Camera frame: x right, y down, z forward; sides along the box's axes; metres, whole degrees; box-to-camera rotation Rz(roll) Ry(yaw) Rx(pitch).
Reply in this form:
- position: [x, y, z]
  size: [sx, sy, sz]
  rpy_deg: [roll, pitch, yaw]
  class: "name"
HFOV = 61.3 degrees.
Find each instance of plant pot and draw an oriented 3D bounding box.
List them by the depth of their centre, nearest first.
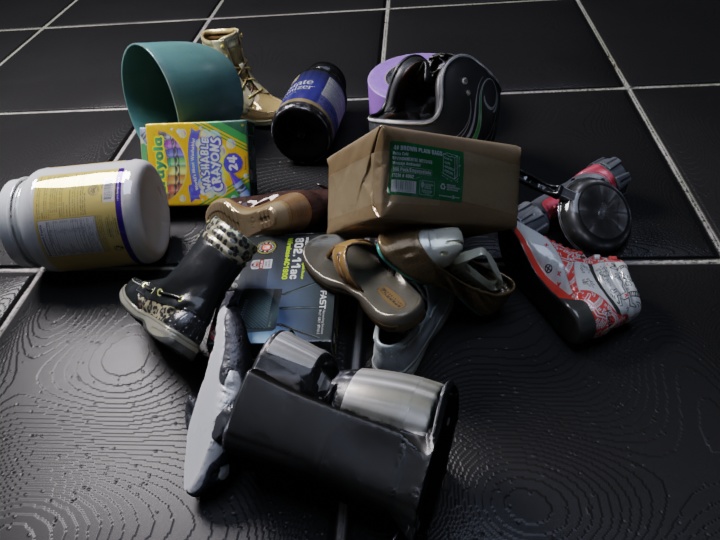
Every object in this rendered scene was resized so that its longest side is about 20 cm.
- position: [-0.306, -0.310, 1.087]
  size: [0.159, 0.205, 0.198]
  rpy_deg: [-27, 44, -37]
  class: "plant pot"

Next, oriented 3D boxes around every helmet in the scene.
- position: [0.112, -0.222, 0.934]
  size: [0.197, 0.199, 0.195]
  rpy_deg: [28, 93, 32]
  class: "helmet"

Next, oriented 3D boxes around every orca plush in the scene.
- position: [-0.134, 0.131, 0.644]
  size: [0.070, 0.104, 0.205]
  rpy_deg: [20, 55, -36]
  class: "orca plush"

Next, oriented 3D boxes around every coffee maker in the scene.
- position: [-0.024, 0.168, 0.563]
  size: [0.195, 0.137, 0.194]
  rpy_deg: [12, 45, 20]
  class: "coffee maker"

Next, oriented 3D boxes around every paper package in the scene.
- position: [0.073, -0.099, 0.764]
  size: [0.194, 0.107, 0.190]
  rpy_deg: [3, -4, -23]
  class: "paper package"

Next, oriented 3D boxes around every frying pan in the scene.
- position: [0.300, -0.104, 0.832]
  size: [0.114, 0.031, 0.191]
  rpy_deg: [-39, 87, -19]
  class: "frying pan"

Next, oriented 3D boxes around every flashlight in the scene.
- position: [0.298, -0.096, 0.872]
  size: [0.197, 0.068, 0.069]
  rpy_deg: [-29, 83, -21]
  class: "flashlight"

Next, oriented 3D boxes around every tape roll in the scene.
- position: [0.111, -0.319, 1.123]
  size: [0.193, 0.087, 0.203]
  rpy_deg: [-3, 43, 3]
  class: "tape roll"

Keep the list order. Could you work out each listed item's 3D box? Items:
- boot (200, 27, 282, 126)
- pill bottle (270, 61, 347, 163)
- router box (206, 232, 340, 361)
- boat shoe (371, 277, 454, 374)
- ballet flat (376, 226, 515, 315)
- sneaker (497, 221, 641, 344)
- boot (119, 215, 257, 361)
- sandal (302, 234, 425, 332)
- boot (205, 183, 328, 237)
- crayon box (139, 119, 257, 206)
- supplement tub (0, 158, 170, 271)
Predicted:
- position: [-0.223, -0.374, 1.166]
  size: [0.197, 0.159, 0.072]
  rpy_deg: [28, 50, 32]
  class: "boot"
- position: [-0.084, -0.292, 1.095]
  size: [0.108, 0.114, 0.203]
  rpy_deg: [3, 42, 10]
  class: "pill bottle"
- position: [-0.099, 0.039, 0.767]
  size: [0.145, 0.063, 0.203]
  rpy_deg: [-2, 42, 3]
  class: "router box"
- position: [0.068, 0.042, 0.737]
  size: [0.068, 0.073, 0.203]
  rpy_deg: [13, 45, 20]
  class: "boat shoe"
- position: [0.110, -0.008, 0.707]
  size: [0.072, 0.197, 0.069]
  rpy_deg: [-37, 36, 35]
  class: "ballet flat"
- position: [0.262, -0.001, 0.768]
  size: [0.105, 0.068, 0.203]
  rpy_deg: [-16, 46, -13]
  class: "sneaker"
- position: [-0.211, 0.007, 0.744]
  size: [0.202, 0.073, 0.156]
  rpy_deg: [23, 78, 52]
  class: "boot"
- position: [0.000, 0.000, 0.706]
  size: [0.080, 0.056, 0.199]
  rpy_deg: [-28, 41, -20]
  class: "sandal"
- position: [-0.121, -0.085, 0.913]
  size: [0.196, 0.075, 0.164]
  rpy_deg: [1, 14, 42]
  class: "boot"
- position: [-0.265, -0.168, 0.965]
  size: [0.193, 0.130, 0.052]
  rpy_deg: [-1, 8, 7]
  class: "crayon box"
- position: [-0.387, -0.076, 0.865]
  size: [0.193, 0.148, 0.148]
  rpy_deg: [-5, 41, 1]
  class: "supplement tub"
